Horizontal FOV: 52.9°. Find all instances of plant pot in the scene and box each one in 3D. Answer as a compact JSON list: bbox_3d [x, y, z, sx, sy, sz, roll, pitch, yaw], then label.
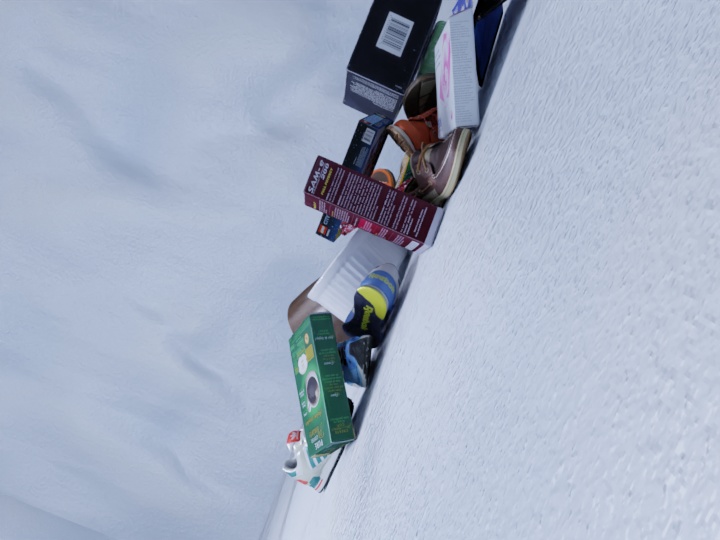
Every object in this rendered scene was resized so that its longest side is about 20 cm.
[{"bbox_3d":[-0.044,0.072,1.685,0.201,0.185,0.188,-50,12,33],"label":"plant pot"}]

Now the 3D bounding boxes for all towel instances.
[{"bbox_3d":[0.057,-0.130,1.201,0.198,0.023,0.145,-33,5,16],"label":"towel"}]

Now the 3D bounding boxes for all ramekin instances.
[{"bbox_3d":[0.000,0.000,1.324,0.202,0.097,0.200,-51,0,0],"label":"ramekin"},{"bbox_3d":[0.160,-0.379,1.402,0.200,0.096,0.204,-159,89,-88],"label":"ramekin"}]

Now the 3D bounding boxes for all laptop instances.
[{"bbox_3d":[0.230,-0.402,1.057,0.198,0.102,0.180,-23,41,51],"label":"laptop"}]

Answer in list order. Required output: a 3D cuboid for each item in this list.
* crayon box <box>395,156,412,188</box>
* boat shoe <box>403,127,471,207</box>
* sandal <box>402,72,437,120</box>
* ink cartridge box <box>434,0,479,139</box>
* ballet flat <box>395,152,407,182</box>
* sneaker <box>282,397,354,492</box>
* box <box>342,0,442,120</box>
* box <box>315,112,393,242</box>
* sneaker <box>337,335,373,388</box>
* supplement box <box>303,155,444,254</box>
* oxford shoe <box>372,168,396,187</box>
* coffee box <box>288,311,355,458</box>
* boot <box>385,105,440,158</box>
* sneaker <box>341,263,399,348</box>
[{"bbox_3d":[0.100,-0.161,1.408,0.201,0.057,0.121,116,175,-67],"label":"crayon box"},{"bbox_3d":[0.102,-0.144,1.032,0.200,0.070,0.074,117,174,-71],"label":"boat shoe"},{"bbox_3d":[0.116,-0.302,1.296,0.200,0.080,0.056,53,-155,-73],"label":"sandal"},{"bbox_3d":[0.137,-0.304,1.068,0.196,0.042,0.206,-88,-7,-85],"label":"ink cartridge box"},{"bbox_3d":[0.113,-0.195,1.556,0.201,0.069,0.067,109,154,-59],"label":"ballet flat"},{"bbox_3d":[-0.077,0.290,1.233,0.071,0.091,0.203,-73,4,-60],"label":"sneaker"},{"bbox_3d":[0.057,-0.411,1.364,0.198,0.121,0.204,139,154,-85],"label":"box"},{"bbox_3d":[-0.009,-0.160,1.224,0.137,0.037,0.204,-54,-12,-69],"label":"box"},{"bbox_3d":[-0.029,0.154,1.200,0.200,0.088,0.080,111,167,-70],"label":"sneaker"},{"bbox_3d":[0.016,-0.094,1.062,0.109,0.196,0.062,138,154,-84],"label":"supplement box"},{"bbox_3d":[0.062,-0.116,1.556,0.073,0.070,0.206,-18,-71,-64],"label":"oxford shoe"},{"bbox_3d":[-0.064,0.184,1.147,0.123,0.043,0.205,131,131,-57],"label":"coffee box"},{"bbox_3d":[0.108,-0.238,1.208,0.107,0.075,0.200,-44,-7,16],"label":"boot"},{"bbox_3d":[0.023,0.062,1.199,0.083,0.073,0.201,-59,-4,-32],"label":"sneaker"}]
